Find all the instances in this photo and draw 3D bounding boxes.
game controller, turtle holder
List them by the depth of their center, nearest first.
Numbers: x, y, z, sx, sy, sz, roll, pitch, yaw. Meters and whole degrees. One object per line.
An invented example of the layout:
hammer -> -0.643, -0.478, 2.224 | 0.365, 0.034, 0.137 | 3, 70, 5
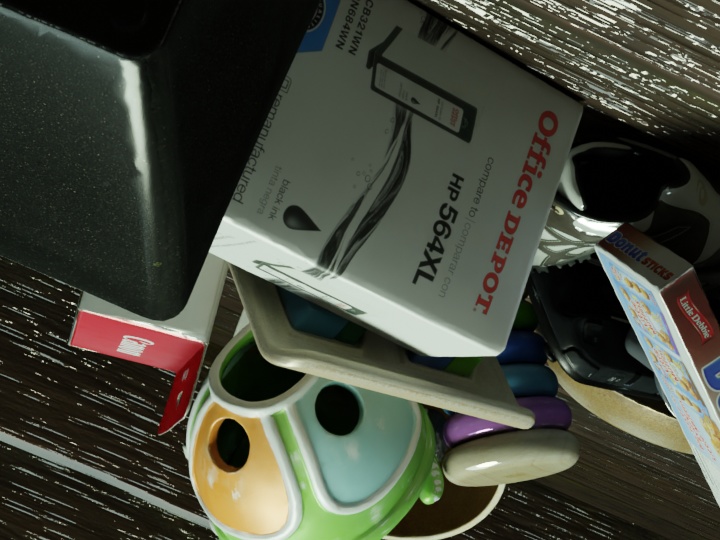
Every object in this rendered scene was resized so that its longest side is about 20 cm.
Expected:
turtle holder -> -0.018, 0.085, 1.114 | 0.141, 0.185, 0.132 | 49, 165, 48
game controller -> 0.157, 0.030, 1.211 | 0.200, 0.042, 0.105 | 16, -139, -60

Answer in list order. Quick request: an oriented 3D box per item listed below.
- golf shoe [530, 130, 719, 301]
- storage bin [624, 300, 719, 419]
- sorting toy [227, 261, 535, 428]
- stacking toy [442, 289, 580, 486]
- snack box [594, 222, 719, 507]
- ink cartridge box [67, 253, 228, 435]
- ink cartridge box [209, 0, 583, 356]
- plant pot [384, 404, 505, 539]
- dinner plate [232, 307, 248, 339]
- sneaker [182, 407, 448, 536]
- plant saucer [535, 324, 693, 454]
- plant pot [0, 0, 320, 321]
golf shoe -> 0.117, -0.046, 1.023 | 0.200, 0.078, 0.095 | 8, 153, 37
storage bin -> 0.253, 0.059, 1.108 | 0.200, 0.146, 0.134 | 24, -179, -12
sorting toy -> 0.000, 0.000, 1.060 | 0.185, 0.037, 0.200 | 17, -149, -37
stacking toy -> 0.080, 0.029, 1.172 | 0.085, 0.201, 0.085 | -8, 165, -2
snack box -> 0.182, 0.069, 0.976 | 0.200, 0.024, 0.072 | 61, 173, -27
ink cartridge box -> -0.134, 0.007, 1.196 | 0.084, 0.176, 0.200 | 15, 169, -8
ink cartridge box -> -0.002, -0.059, 0.948 | 0.200, 0.146, 0.084 | 26, 166, -25
plant pot -> 0.036, 0.054, 1.324 | 0.186, 0.200, 0.187 | 11, 131, 13
dinner plate -> -0.050, 0.015, 1.336 | 0.024, 0.201, 0.200 | 25, 172, 6
sneaker -> -0.034, 0.120, 1.226 | 0.200, 0.074, 0.080 | -18, 111, 29
plant saucer -> 0.211, 0.081, 1.345 | 0.200, 0.036, 0.200 | 18, -161, -7
plant pot -> -0.124, -0.126, 0.751 | 0.199, 0.200, 0.177 | 23, 161, 0
